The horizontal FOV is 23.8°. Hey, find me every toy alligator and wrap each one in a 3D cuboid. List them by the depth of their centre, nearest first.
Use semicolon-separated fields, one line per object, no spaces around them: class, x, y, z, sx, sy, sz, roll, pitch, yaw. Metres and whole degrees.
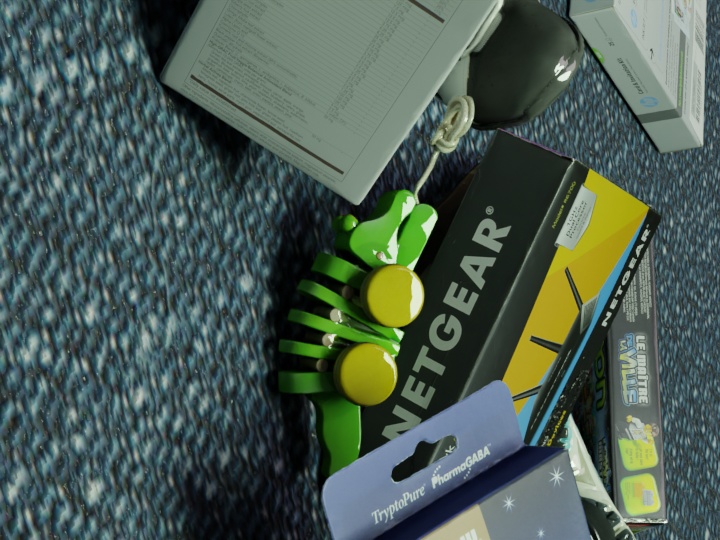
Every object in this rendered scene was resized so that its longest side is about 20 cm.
toy alligator;0.000;0.000;0.835;0.054;0.059;0.201;20;85;-17

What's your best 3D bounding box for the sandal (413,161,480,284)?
sandal;0.073;-0.009;0.995;0.082;0.055;0.200;41;44;11

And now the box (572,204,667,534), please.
box;0.155;0.068;1.089;0.110;0.034;0.201;129;-37;-69

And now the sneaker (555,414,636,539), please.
sneaker;0.121;0.141;1.011;0.086;0.077;0.201;-1;73;-78

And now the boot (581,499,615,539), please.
boot;0.083;0.227;0.892;0.162;0.073;0.200;-22;107;-51

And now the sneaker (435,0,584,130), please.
sneaker;0.038;-0.137;0.888;0.088;0.200;0.074;36;94;-36

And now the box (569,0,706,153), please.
box;0.224;-0.211;1.357;0.200;0.041;0.157;45;45;-50

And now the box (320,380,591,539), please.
box;0.058;0.161;0.738;0.121;0.032;0.201;-25;103;-38

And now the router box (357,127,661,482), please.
router box;0.076;0.039;0.899;0.149;0.051;0.201;19;97;-61

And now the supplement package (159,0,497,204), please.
supplement package;0.013;-0.149;0.754;0.113;0.200;0.110;32;42;-5
